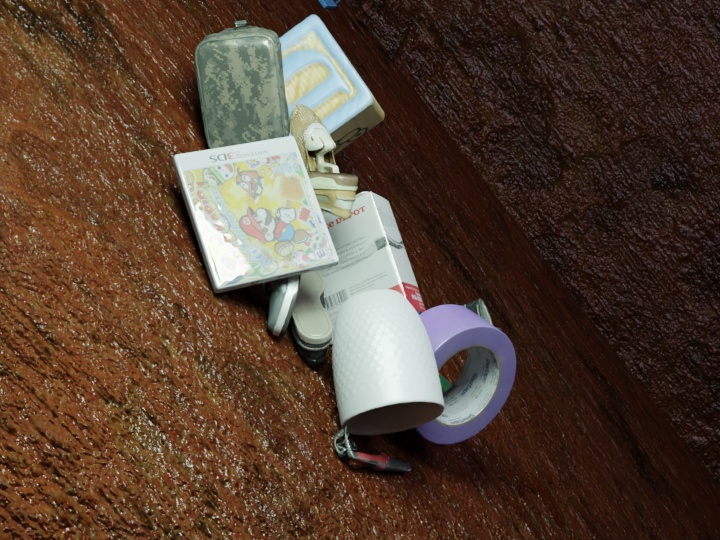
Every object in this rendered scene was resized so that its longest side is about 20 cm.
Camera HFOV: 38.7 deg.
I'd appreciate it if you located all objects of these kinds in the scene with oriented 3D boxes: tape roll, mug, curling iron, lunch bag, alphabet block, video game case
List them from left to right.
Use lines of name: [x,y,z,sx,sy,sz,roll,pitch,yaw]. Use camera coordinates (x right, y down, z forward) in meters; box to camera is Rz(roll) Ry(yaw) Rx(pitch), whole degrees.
lunch bag: [-0.184,-0.291,1.653,0.168,0.138,0.202,-86,170,-69]
video game case: [-0.143,-0.081,1.399,0.181,0.023,0.201,-13,73,-26]
alphabet block: [-0.089,-0.320,1.889,0.197,0.195,0.200,57,5,5]
curling iron: [0.023,0.258,1.433,0.200,0.025,0.050,32,31,-52]
mug: [0.026,0.135,1.461,0.200,0.146,0.177,115,-32,-62]
tape roll: [0.137,0.160,1.578,0.200,0.201,0.085,39,-2,-39]

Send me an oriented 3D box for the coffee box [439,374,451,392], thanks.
coffee box: [0.089,0.193,1.697,0.200,0.044,0.123,40,24,-36]

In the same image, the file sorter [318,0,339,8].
file sorter: [-0.110,-0.912,3.106,0.201,0.122,0.139,53,18,-4]

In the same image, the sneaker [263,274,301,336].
sneaker: [-0.142,-0.013,1.430,0.084,0.120,0.202,121,-22,-68]

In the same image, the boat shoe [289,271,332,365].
boat shoe: [-0.083,0.061,1.510,0.201,0.072,0.063,-110,-160,-54]

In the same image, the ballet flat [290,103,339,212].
ballet flat: [-0.060,-0.176,1.654,0.070,0.065,0.202,-19,95,-39]

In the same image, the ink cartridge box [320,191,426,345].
ink cartridge box: [0.000,0.000,1.599,0.083,0.146,0.202,16,53,-63]

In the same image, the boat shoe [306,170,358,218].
boat shoe: [-0.084,-0.110,1.517,0.071,0.077,0.199,-2,9,-38]

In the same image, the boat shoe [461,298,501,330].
boat shoe: [0.273,0.145,2.218,0.072,0.071,0.201,29,31,-53]
